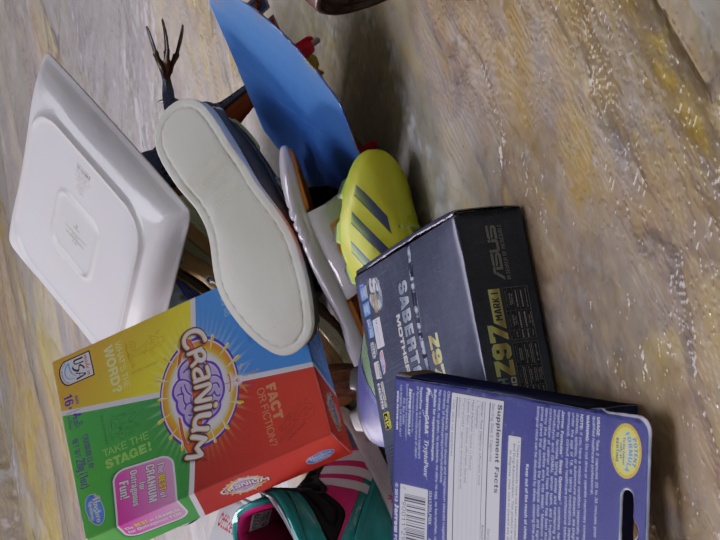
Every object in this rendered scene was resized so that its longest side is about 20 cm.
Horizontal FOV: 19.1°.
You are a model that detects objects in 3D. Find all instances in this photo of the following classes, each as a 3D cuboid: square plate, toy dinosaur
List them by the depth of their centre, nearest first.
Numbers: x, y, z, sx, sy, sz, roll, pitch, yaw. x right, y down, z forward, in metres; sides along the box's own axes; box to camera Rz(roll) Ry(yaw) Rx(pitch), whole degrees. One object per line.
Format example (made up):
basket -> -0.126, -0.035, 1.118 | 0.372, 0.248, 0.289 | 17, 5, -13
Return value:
square plate -> -0.213, -0.033, 1.663 | 0.200, 0.028, 0.199 | 46, 139, 28
toy dinosaur -> -0.131, -0.096, 1.724 | 0.105, 0.180, 0.201 | 38, -149, -84

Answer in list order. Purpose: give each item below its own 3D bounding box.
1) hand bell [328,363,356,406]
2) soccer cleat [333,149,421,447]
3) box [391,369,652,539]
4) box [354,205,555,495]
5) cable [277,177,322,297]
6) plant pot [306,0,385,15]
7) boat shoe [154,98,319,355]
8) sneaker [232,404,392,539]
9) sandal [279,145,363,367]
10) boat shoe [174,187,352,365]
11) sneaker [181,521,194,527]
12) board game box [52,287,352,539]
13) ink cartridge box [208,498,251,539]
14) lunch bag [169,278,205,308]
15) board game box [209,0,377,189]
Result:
hand bell -> -0.071, 0.103, 1.611 | 0.199, 0.104, 0.105 | -21, 72, 31
soccer cleat -> 0.031, 0.018, 1.419 | 0.083, 0.064, 0.202 | -8, 85, 44
box -> 0.092, 0.126, 1.166 | 0.199, 0.032, 0.122 | 7, 97, 51
box -> 0.061, 0.076, 1.293 | 0.158, 0.051, 0.202 | 151, 111, -63
cable -> -0.028, -0.007, 1.635 | 0.097, 0.050, 0.200 | 40, 170, 10
plant pot -> -0.026, -0.265, 1.300 | 0.201, 0.186, 0.187 | 64, 160, 11
boat shoe -> -0.078, -0.032, 1.534 | 0.203, 0.072, 0.060 | 62, -158, 15
sneaker -> -0.040, 0.172, 1.585 | 0.200, 0.120, 0.084 | -122, 30, -56
sandal -> 0.000, -0.002, 1.506 | 0.079, 0.059, 0.208 | -102, -11, -70
boat shoe -> -0.091, 0.025, 1.635 | 0.200, 0.076, 0.072 | 39, 164, 19
sneaker -> -0.136, 0.158, 1.836 | 0.075, 0.115, 0.200 | 49, -172, -6
board game box -> -0.118, 0.098, 1.557 | 0.040, 0.199, 0.154 | 48, -159, -56
ink cartridge box -> -0.096, 0.296, 1.760 | 0.201, 0.083, 0.147 | -70, 16, -4
lunch bag -> -0.128, 0.037, 1.772 | 0.083, 0.161, 0.200 | -47, 26, 7
board game box -> -0.030, -0.121, 1.517 | 0.158, 0.039, 0.201 | 39, 161, 41
